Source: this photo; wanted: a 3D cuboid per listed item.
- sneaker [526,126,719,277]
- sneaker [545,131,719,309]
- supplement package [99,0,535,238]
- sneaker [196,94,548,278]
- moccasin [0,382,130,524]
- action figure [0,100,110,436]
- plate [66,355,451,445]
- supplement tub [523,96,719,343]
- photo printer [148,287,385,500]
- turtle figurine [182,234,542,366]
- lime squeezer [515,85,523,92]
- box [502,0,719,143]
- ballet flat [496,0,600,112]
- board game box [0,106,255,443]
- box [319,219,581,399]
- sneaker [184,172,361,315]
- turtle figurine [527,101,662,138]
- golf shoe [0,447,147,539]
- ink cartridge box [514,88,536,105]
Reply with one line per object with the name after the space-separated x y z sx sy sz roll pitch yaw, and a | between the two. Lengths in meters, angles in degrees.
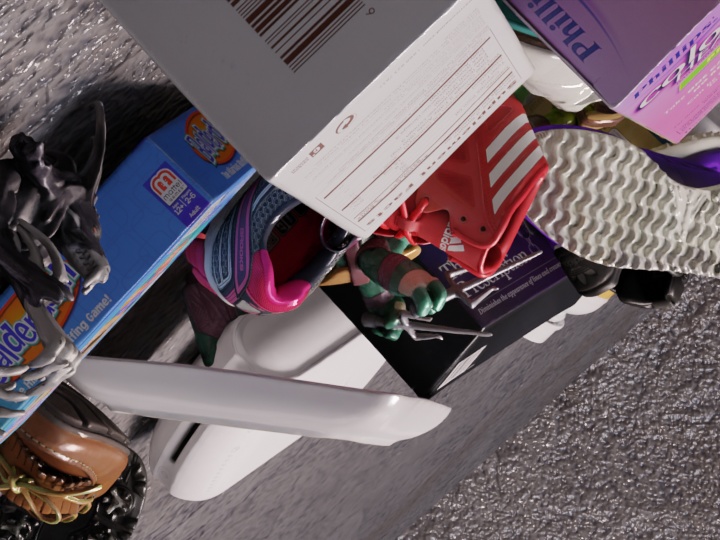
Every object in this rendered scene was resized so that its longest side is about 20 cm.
0.153 -0.039 1.431 0.099 0.200 0.070 24 -82 60 | sneaker
0.186 -0.025 1.569 0.200 0.100 0.070 -15 174 -46 | sneaker
-0.014 -0.103 1.046 0.117 0.117 0.200 -44 169 3 | supplement package
0.011 -0.038 1.303 0.200 0.116 0.078 -28 157 -13 | sneaker
-0.178 0.108 1.395 0.078 0.074 0.201 -49 180 -13 | moccasin
-0.164 0.019 1.012 0.200 0.102 0.119 -38 176 -21 | action figure
-0.059 0.076 1.418 0.200 0.200 0.032 29 68 -78 | plate
0.153 -0.062 1.723 0.200 0.145 0.145 -46 169 14 | supplement tub
-0.053 0.068 1.673 0.200 0.069 0.166 -33 165 -44 | photo printer
0.000 0.000 1.406 0.200 0.101 0.150 -15 169 0 | turtle figurine
0.072 -0.121 1.388 0.200 0.038 0.071 -8 170 -36 | lime squeezer
0.101 -0.157 1.096 0.097 0.176 0.200 -45 168 10 | box
0.139 -0.117 1.366 0.200 0.070 0.069 -3 147 -30 | ballet flat
-0.132 0.010 1.160 0.200 0.045 0.152 -47 -178 14 | board game box
0.062 -0.021 1.563 0.200 0.141 0.079 -29 160 -53 | box
-0.002 -0.061 1.232 0.200 0.081 0.075 -57 -151 -3 | sneaker
0.159 -0.112 1.504 0.200 0.064 0.161 -19 174 -23 | turtle figurine
-0.194 0.165 1.576 0.200 0.078 0.095 -48 -174 31 | golf shoe
0.105 -0.149 1.485 0.200 0.048 0.146 -40 170 -29 | ink cartridge box
